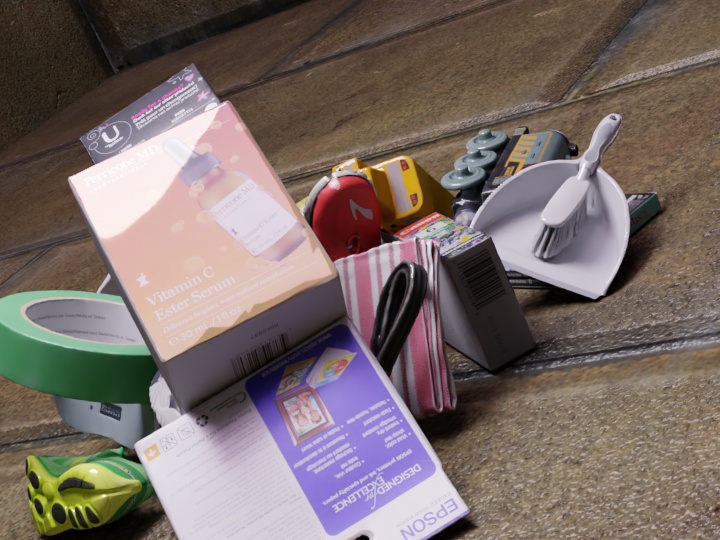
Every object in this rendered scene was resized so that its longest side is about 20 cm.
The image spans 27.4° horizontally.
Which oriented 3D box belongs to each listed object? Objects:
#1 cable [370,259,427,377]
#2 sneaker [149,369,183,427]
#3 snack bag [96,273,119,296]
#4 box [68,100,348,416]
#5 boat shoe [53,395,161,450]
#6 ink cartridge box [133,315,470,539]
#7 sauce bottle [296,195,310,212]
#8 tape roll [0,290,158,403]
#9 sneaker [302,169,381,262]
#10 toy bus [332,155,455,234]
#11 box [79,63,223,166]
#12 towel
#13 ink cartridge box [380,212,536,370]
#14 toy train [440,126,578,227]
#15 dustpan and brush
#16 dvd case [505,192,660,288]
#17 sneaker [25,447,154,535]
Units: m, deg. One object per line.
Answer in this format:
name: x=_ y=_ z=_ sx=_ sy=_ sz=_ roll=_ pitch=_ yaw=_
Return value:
cable: x=-0.002 y=0.088 z=1.173 sx=0.097 sy=0.050 sz=0.201 roll=-114 pitch=45 yaw=-63
sneaker: x=-0.107 y=0.061 z=1.235 sx=0.130 sy=0.079 sz=0.200 roll=-52 pitch=12 yaw=20
snack bag: x=-0.173 y=-0.007 z=1.566 sx=0.187 sy=0.022 sz=0.200 roll=6 pitch=-40 yaw=-37
box: x=-0.120 y=-0.008 z=1.179 sx=0.151 sy=0.107 sz=0.201 roll=-27 pitch=59 yaw=-11
boat shoe: x=-0.213 y=0.128 z=1.406 sx=0.090 sy=0.072 sz=0.199 roll=5 pitch=11 yaw=-42
ink cartridge box: x=-0.045 y=0.161 z=1.092 sx=0.197 sy=0.044 sz=0.201 roll=-30 pitch=54 yaw=-5
sauce bottle: x=-0.092 y=-0.010 z=1.474 sx=0.199 sy=0.066 sz=0.066 roll=-35 pitch=19 yaw=-12
tape roll: x=-0.244 y=0.068 z=1.366 sx=0.198 sy=0.049 sz=0.201 roll=10 pitch=13 yaw=-2
sneaker: x=0.000 y=0.000 z=1.340 sx=0.076 sy=0.201 sz=0.085 roll=-20 pitch=40 yaw=-17
toy bus: x=0.041 y=-0.061 z=1.471 sx=0.078 sy=0.066 sz=0.200 roll=-19 pitch=-18 yaw=16
box: x=-0.145 y=-0.064 z=1.357 sx=0.132 sy=0.201 sz=0.115 roll=-34 pitch=47 yaw=-5
towel: x=-0.003 y=0.063 z=1.246 sx=0.199 sy=0.148 sz=0.030 roll=-17 pitch=-18 yaw=42
ink cartridge box: x=0.080 y=0.009 z=1.317 sx=0.050 sy=0.110 sz=0.200 roll=-27 pitch=17 yaw=-10
toy train: x=0.153 y=-0.087 z=1.474 sx=0.113 sy=0.086 sz=0.200 roll=-6 pitch=23 yaw=21
dustpan and brush: x=0.197 y=-0.073 z=1.347 sx=0.138 sy=0.058 sz=0.200 roll=21 pitch=44 yaw=19
dvd case: x=0.176 y=-0.030 z=1.436 sx=0.146 sy=0.022 sz=0.199 roll=-38 pitch=22 yaw=-30
sneaker: x=-0.247 y=0.201 z=1.340 sx=0.083 sy=0.075 sz=0.199 roll=-6 pitch=1 yaw=-34
